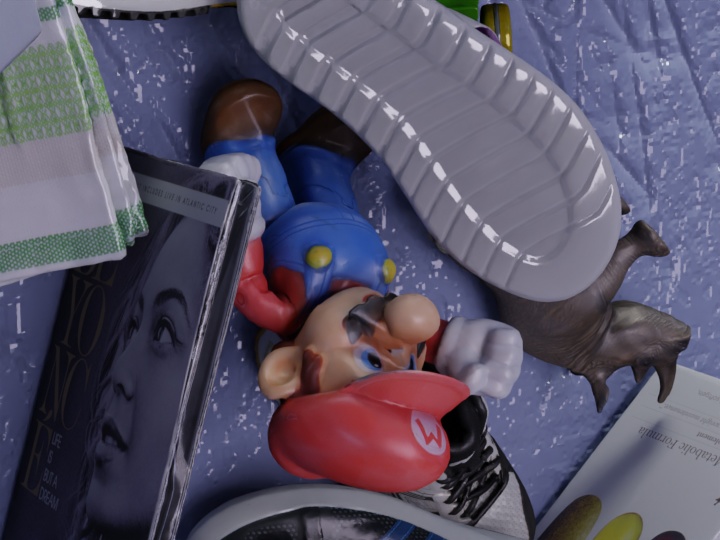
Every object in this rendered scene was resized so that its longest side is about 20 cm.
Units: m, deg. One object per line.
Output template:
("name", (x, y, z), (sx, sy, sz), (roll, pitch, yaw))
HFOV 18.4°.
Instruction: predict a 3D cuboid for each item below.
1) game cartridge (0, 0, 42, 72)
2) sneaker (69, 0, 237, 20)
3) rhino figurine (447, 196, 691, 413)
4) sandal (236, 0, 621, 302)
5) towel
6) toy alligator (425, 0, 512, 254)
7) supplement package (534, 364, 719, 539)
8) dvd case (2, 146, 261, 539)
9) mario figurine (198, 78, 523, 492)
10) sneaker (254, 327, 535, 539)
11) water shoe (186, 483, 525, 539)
("game cartridge", (-0.192, -0.135, 0.754), (0.133, 0.041, 0.200), (-49, 124, -33))
("sneaker", (-0.072, -0.154, 0.932), (0.200, 0.070, 0.090), (-10, 103, -39))
("rhino figurine", (0.101, -0.001, 1.087), (0.087, 0.060, 0.200), (-39, 122, 0))
("sandal", (0.035, -0.072, 0.935), (0.082, 0.050, 0.203), (-42, 107, 13))
("towel", (-0.179, -0.080, 0.852), (0.149, 0.031, 0.201), (-15, 111, 1))
("toy alligator", (0.036, -0.101, 0.975), (0.059, 0.054, 0.201), (-3, 130, 1))
("supplement package", (0.158, 0.165, 1.130), (0.200, 0.114, 0.110), (-51, 124, -15))
("dvd case", (-0.100, 0.052, 0.904), (0.016, 0.149, 0.201), (14, 92, -28))
("mario figurine", (0.000, 0.000, 0.929), (0.123, 0.200, 0.106), (-14, 145, -8))
("sneaker", (0.031, 0.087, 1.042), (0.076, 0.088, 0.200), (-54, 125, -15))
("water shoe", (0.017, 0.154, 1.019), (0.199, 0.079, 0.072), (12, 136, -18))
